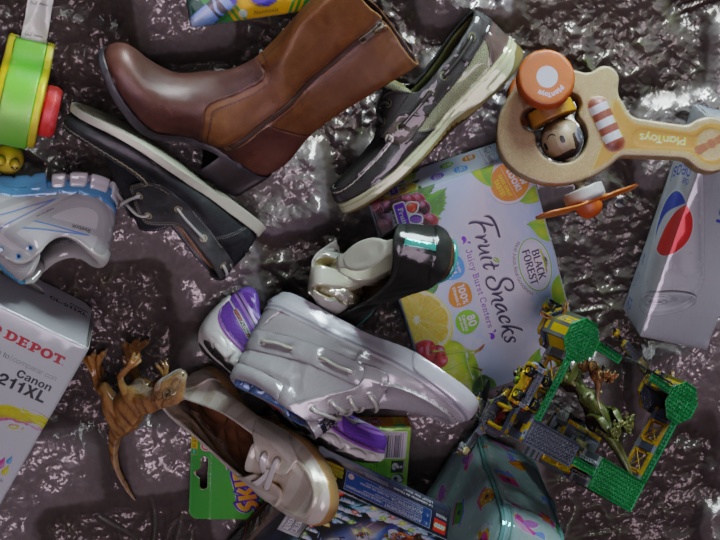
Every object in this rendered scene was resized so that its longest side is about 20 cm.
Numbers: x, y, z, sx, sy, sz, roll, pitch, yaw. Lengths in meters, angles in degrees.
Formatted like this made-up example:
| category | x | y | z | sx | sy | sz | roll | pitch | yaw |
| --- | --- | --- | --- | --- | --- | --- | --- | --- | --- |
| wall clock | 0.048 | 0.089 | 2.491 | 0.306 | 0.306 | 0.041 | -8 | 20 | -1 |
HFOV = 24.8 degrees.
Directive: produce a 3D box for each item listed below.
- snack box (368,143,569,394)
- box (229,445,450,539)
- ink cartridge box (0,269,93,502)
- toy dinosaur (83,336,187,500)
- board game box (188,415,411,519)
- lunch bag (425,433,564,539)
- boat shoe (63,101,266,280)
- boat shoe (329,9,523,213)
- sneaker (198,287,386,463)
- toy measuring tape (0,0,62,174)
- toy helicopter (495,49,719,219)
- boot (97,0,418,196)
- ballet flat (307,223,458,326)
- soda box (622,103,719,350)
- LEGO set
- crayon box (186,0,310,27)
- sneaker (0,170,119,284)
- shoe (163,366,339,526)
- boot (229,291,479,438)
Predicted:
| category | x | y | z | sx | sy | sz | roll | pitch | yaw |
| --- | --- | --- | --- | --- | --- | --- | --- | --- | --- |
| snack box | 0.099 | 0.003 | 1.418 | 0.141 | 0.053 | 0.201 | -19 | 113 | 0 |
| box | -0.029 | 0.246 | 1.464 | 0.136 | 0.040 | 0.200 | 26 | 134 | -15 |
| ink cartridge box | -0.336 | 0.097 | 1.388 | 0.145 | 0.083 | 0.201 | 27 | 107 | -16 |
| toy dinosaur | -0.207 | 0.121 | 1.418 | 0.060 | 0.107 | 0.200 | -6 | 156 | -26 |
| board game box | -0.056 | 0.180 | 1.486 | 0.198 | 0.030 | 0.096 | 0 | 111 | -10 |
| lunch bag | 0.100 | 0.249 | 1.438 | 0.077 | 0.200 | 0.161 | 28 | 108 | -16 |
| boat shoe | -0.166 | -0.064 | 1.331 | 0.200 | 0.072 | 0.068 | 38 | 92 | -32 |
| boat shoe | 0.043 | -0.133 | 1.352 | 0.201 | 0.072 | 0.066 | -42 | 105 | 5 |
| sneaker | -0.046 | 0.092 | 1.419 | 0.200 | 0.081 | 0.084 | 43 | 78 | -12 |
| toy measuring tape | -0.264 | -0.168 | 1.297 | 0.073 | 0.074 | 0.201 | 12 | 110 | -11 |
| toy helicopter | 0.208 | -0.100 | 1.335 | 0.198 | 0.079 | 0.133 | 5 | 81 | -3 |
| boot | -0.082 | -0.163 | 1.287 | 0.199 | 0.069 | 0.188 | -35 | 122 | 23 |
| ballet flat | 0.000 | 0.000 | 1.350 | 0.068 | 0.069 | 0.200 | 14 | 155 | -30 |
| soda box | 0.295 | -0.037 | 1.420 | 0.068 | 0.064 | 0.201 | 13 | 110 | -11 |
| LEGO set | 0.180 | 0.112 | 1.412 | 0.199 | 0.116 | 0.155 | 22 | 90 | -32 |
| crayon box | -0.087 | -0.300 | 1.275 | 0.125 | 0.052 | 0.202 | -9 | 112 | -3 |
| sneaker | -0.295 | -0.032 | 1.329 | 0.198 | 0.075 | 0.087 | -2 | 70 | -4 |
| shoe | -0.096 | 0.153 | 1.384 | 0.053 | 0.200 | 0.070 | -9 | 126 | -45 |
| boot | -0.008 | 0.102 | 1.348 | 0.199 | 0.074 | 0.096 | 25 | 70 | 16 |
